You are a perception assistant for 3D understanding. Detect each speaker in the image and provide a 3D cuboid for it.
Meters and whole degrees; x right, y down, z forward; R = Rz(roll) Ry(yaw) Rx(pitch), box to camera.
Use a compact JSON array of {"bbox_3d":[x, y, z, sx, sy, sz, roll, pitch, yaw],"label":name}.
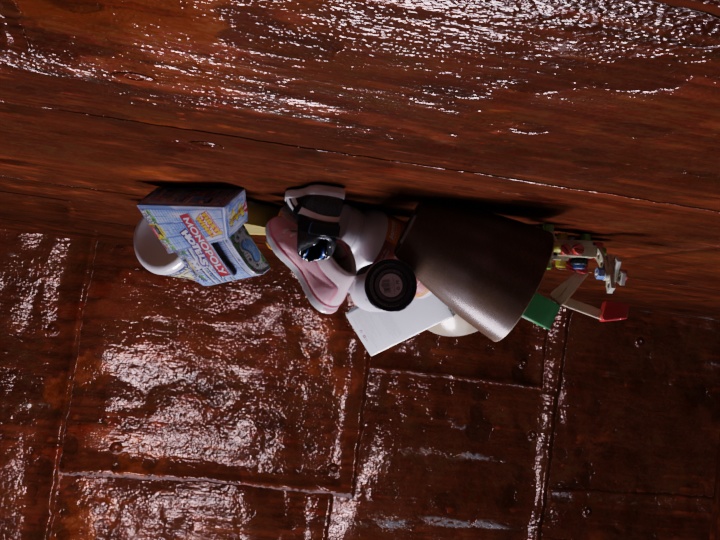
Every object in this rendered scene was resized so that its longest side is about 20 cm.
[{"bbox_3d":[0.032,0.026,1.574,0.081,0.081,0.200,7,177,-6],"label":"speaker"}]

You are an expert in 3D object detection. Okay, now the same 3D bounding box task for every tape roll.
[{"bbox_3d":[0.253,0.040,1.796,0.200,0.048,0.200,27,180,0],"label":"tape roll"}]

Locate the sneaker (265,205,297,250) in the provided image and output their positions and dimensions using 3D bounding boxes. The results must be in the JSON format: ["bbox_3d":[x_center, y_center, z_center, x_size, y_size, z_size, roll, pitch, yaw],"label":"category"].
[{"bbox_3d":[-0.089,-0.056,1.834,0.200,0.077,0.078,21,-150,-42],"label":"sneaker"}]

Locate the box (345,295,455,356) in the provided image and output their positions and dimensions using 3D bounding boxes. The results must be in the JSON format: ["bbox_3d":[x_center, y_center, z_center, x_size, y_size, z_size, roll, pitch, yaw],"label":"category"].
[{"bbox_3d":[0.094,0.063,1.914,0.200,0.098,0.124,-29,-175,33],"label":"box"}]

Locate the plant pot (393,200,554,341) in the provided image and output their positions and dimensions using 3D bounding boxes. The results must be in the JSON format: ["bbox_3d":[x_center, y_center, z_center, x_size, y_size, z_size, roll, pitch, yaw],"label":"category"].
[{"bbox_3d":[0.159,-0.019,1.540,0.200,0.187,0.187,27,175,-4],"label":"plant pot"}]

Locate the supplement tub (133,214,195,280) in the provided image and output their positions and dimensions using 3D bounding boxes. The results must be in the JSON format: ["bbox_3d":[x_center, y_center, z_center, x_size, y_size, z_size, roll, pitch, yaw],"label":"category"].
[{"bbox_3d":[-0.349,-0.054,2.071,0.144,0.145,0.200,5,176,26],"label":"supplement tub"}]

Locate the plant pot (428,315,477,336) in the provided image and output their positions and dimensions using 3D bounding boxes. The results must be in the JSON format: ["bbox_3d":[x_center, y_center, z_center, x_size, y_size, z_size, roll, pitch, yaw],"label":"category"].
[{"bbox_3d":[0.183,0.011,2.015,0.200,0.200,0.135,5,142,29],"label":"plant pot"}]

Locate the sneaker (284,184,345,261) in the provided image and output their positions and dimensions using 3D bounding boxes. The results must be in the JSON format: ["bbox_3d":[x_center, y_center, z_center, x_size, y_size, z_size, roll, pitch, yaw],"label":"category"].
[{"bbox_3d":[-0.081,-0.068,1.568,0.073,0.112,0.200,9,176,-15],"label":"sneaker"}]

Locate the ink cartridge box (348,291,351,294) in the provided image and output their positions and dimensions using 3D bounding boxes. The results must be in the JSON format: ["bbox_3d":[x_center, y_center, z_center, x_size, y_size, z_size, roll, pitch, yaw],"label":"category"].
[{"bbox_3d":[-0.068,-0.040,1.962,0.200,0.068,0.115,40,177,3],"label":"ink cartridge box"}]

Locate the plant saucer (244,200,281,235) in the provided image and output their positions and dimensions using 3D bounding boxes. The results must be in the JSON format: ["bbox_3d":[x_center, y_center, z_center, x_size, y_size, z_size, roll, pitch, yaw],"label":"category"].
[{"bbox_3d":[-0.241,-0.102,1.858,0.200,0.048,0.200,4,176,39],"label":"plant saucer"}]

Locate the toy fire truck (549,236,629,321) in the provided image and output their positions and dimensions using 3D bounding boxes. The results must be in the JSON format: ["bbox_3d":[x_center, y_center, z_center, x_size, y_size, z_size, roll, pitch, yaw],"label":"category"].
[{"bbox_3d":[0.372,0.013,1.785,0.200,0.141,0.049,6,176,7],"label":"toy fire truck"}]

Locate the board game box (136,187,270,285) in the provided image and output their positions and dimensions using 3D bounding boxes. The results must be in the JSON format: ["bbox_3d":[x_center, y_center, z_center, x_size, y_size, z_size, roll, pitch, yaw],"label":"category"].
[{"bbox_3d":[-0.249,-0.062,1.710,0.200,0.200,0.062,-11,-152,44],"label":"board game box"}]

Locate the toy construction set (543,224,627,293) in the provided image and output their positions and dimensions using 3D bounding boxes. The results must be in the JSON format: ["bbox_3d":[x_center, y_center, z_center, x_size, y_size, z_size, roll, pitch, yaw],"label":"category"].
[{"bbox_3d":[0.344,-0.029,1.681,0.200,0.092,0.131,18,175,-6],"label":"toy construction set"}]

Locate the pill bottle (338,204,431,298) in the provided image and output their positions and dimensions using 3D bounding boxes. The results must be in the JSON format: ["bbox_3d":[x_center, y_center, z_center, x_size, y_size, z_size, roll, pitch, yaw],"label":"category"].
[{"bbox_3d":[0.044,-0.036,1.725,0.200,0.112,0.112,24,169,-25],"label":"pill bottle"}]

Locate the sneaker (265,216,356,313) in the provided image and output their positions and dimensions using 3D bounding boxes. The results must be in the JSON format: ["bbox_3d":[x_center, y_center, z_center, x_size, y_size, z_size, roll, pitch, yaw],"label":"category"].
[{"bbox_3d":[-0.073,-0.036,1.645,0.075,0.105,0.200,-4,-130,-45],"label":"sneaker"}]
